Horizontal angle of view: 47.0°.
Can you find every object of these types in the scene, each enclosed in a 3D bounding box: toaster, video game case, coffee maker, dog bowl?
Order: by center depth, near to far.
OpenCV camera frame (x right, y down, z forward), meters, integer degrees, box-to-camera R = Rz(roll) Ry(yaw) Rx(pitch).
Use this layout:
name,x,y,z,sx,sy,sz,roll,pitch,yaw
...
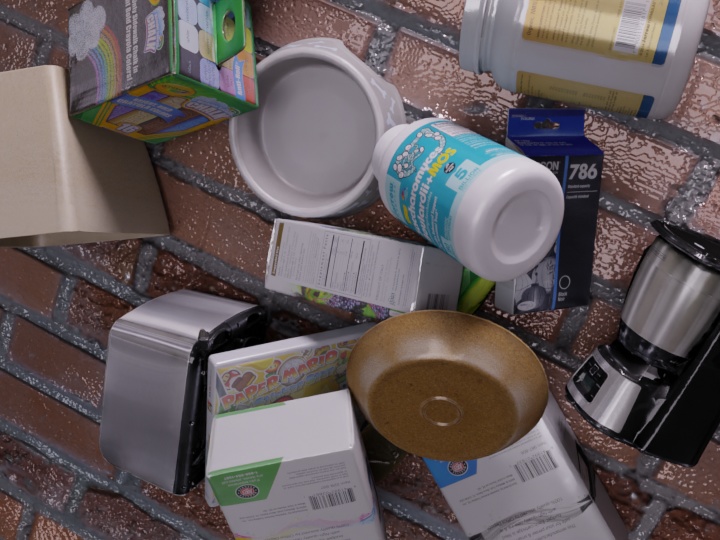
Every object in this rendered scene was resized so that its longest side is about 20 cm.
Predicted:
name,x,y,z,sx,sy,sz,roll,pitch,yaw
coffee maker,0.324,0.081,0.796,0.191,0.135,0.201,26,109,8
dog bowl,-0.052,-0.149,0.893,0.198,0.059,0.202,3,103,15
video game case,-0.072,0.155,0.901,0.023,0.199,0.184,40,131,49
toaster,-0.192,0.121,0.931,0.118,0.181,0.202,14,106,14

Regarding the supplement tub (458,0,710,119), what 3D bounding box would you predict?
name,x,y,z,sx,sy,sz,roll,pitch,yaw
supplement tub,0.201,-0.226,0.754,0.198,0.145,0.146,14,106,12

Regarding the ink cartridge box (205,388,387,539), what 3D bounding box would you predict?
name,x,y,z,sx,sy,sz,roll,pitch,yaw
ink cartridge box,-0.058,0.232,0.849,0.144,0.088,0.201,-12,124,3

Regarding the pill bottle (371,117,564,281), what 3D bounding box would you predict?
name,x,y,z,sx,sy,sz,roll,pitch,yaw
pill bottle,0.089,-0.077,0.785,0.200,0.110,0.112,39,118,50

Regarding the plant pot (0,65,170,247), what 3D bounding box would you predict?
name,x,y,z,sx,sy,sz,roll,pitch,yaw
plant pot,-0.353,-0.121,0.924,0.198,0.200,0.179,-4,91,17

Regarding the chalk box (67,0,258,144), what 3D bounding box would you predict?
name,x,y,z,sx,sy,sz,roll,pitch,yaw
chalk box,-0.185,-0.223,0.844,0.199,0.123,0.126,-10,78,31

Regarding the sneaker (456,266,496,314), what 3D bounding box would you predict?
name,x,y,z,sx,sy,sz,roll,pitch,yaw
sneaker,0.081,0.031,0.893,0.083,0.074,0.200,41,101,13

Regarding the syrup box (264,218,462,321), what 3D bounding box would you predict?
name,x,y,z,sx,sy,sz,roll,pitch,yaw
syrup box,0.000,0.000,0.858,0.199,0.078,0.082,11,94,38

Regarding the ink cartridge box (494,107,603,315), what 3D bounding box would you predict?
name,x,y,z,sx,sy,sz,roll,pitch,yaw
ink cartridge box,0.189,-0.060,0.826,0.099,0.039,0.202,-6,105,-24

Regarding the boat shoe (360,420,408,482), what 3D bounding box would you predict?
name,x,y,z,sx,sy,sz,roll,pitch,yaw
boat shoe,0.059,0.152,0.926,0.201,0.066,0.072,-44,101,5

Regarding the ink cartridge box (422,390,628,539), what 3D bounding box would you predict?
name,x,y,z,sx,sy,sz,roll,pitch,yaw
ink cartridge box,0.181,0.243,0.902,0.144,0.084,0.201,-29,93,21

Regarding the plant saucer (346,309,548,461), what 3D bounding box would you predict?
name,x,y,z,sx,sy,sz,roll,pitch,yaw
plant saucer,0.080,0.125,0.798,0.198,0.036,0.201,7,129,8
